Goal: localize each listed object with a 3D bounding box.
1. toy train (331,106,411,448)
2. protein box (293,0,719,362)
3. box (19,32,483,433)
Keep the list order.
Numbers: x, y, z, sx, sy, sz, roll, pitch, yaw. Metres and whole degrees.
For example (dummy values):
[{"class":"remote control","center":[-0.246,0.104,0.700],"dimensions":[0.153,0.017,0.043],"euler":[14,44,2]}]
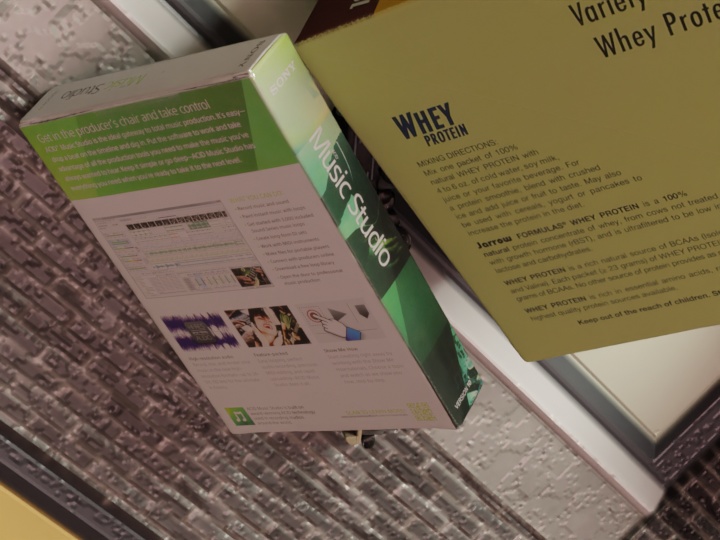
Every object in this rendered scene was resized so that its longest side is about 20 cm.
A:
[{"class":"toy train","center":[0.000,0.000,0.767],"dimensions":[0.045,0.034,0.201],"euler":[-3,113,-13]},{"class":"protein box","center":[0.119,-0.090,0.657],"dimensions":[0.198,0.135,0.200],"euler":[-15,127,36]},{"class":"box","center":[-0.048,-0.007,0.697],"dimensions":[0.201,0.144,0.036],"euler":[59,44,-30]}]
